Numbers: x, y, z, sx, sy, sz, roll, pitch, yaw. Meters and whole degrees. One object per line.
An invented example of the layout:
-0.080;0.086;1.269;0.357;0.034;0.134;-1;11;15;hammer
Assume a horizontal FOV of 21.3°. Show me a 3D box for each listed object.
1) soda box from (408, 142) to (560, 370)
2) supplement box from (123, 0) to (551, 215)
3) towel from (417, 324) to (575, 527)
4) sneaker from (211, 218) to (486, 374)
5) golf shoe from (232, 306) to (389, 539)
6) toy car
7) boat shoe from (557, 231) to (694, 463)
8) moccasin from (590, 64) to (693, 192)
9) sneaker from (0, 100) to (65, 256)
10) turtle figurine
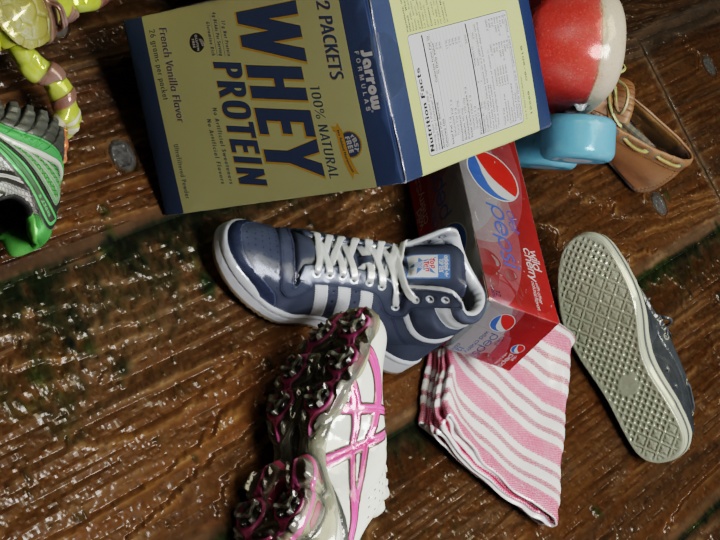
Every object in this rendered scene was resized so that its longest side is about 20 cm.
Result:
0.088;-0.027;1.447;0.070;0.063;0.201;19;43;-30;soda box
-0.012;-0.131;1.288;0.199;0.199;0.135;-23;104;-55;supplement box
0.111;0.081;1.467;0.146;0.030;0.201;40;40;-28;towel
0.000;0.000;1.315;0.199;0.108;0.070;29;46;-37;sneaker
-0.018;0.118;1.249;0.092;0.072;0.201;43;51;-34;golf shoe
0.101;-0.185;1.556;0.198;0.177;0.186;5;89;-12;toy car
0.221;0.060;1.583;0.201;0.074;0.062;64;30;-5;boat shoe
0.221;-0.147;1.713;0.201;0.078;0.074;43;40;-23;moccasin
-0.245;-0.061;1.080;0.199;0.078;0.086;15;60;-44;sneaker
-0.218;-0.176;1.200;0.200;0.064;0.162;50;37;-15;turtle figurine
